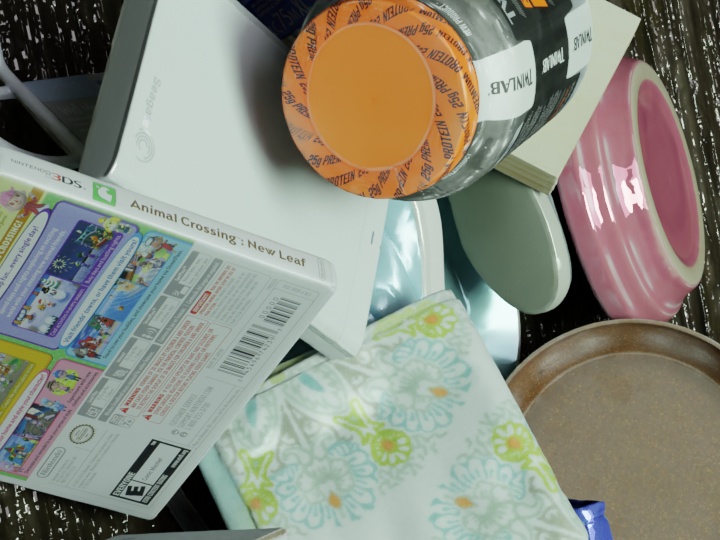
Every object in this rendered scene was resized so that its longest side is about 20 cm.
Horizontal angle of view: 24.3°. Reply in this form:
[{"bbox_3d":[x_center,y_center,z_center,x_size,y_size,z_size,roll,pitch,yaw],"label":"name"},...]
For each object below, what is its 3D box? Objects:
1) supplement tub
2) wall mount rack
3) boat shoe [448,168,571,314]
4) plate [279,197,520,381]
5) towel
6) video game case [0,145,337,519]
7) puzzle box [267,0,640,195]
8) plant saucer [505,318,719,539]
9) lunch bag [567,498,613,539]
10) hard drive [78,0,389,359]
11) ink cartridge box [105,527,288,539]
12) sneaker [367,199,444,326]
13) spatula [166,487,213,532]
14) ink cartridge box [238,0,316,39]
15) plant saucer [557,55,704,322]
[{"bbox_3d":[0.042,-0.109,0.872,0.123,0.122,0.200,68,26,-9],"label":"supplement tub"},{"bbox_3d":[-0.135,-0.124,0.898,0.174,0.075,0.199,45,31,19],"label":"wall mount rack"},{"bbox_3d":[0.090,-0.069,1.053,0.071,0.070,0.202,-11,69,-44],"label":"boat shoe"},{"bbox_3d":[0.019,0.035,1.040,0.199,0.025,0.202,6,80,-37],"label":"plate"},{"bbox_3d":[0.017,0.124,0.885,0.170,0.048,0.201,-25,65,-5],"label":"towel"},{"bbox_3d":[-0.137,0.039,0.815,0.181,0.200,0.022,19,39,-27],"label":"video game case"},{"bbox_3d":[0.057,-0.145,1.023,0.199,0.025,0.134,28,64,7],"label":"puzzle box"},{"bbox_3d":[0.170,0.132,1.043,0.034,0.198,0.202,42,50,-76],"label":"plant saucer"},{"bbox_3d":[0.087,0.208,0.960,0.094,0.199,0.152,-11,91,-37],"label":"lunch bag"},{"bbox_3d":[-0.054,-0.056,0.852,0.200,0.026,0.133,38,53,-45],"label":"hard drive"},{"bbox_3d":[-0.099,0.239,0.841,0.084,0.175,0.202,-18,96,-47],"label":"ink cartridge box"},{"bbox_3d":[0.000,0.000,0.969,0.082,0.074,0.202,-15,93,-40],"label":"sneaker"},{"bbox_3d":[-0.096,0.140,0.940,0.056,0.021,0.201,-37,111,-13],"label":"spatula"},{"bbox_3d":[0.005,-0.200,0.961,0.200,0.119,0.042,-45,101,-25],"label":"ink cartridge box"},{"bbox_3d":[0.182,-0.058,1.105,0.200,0.050,0.202,40,43,-52],"label":"plant saucer"}]
